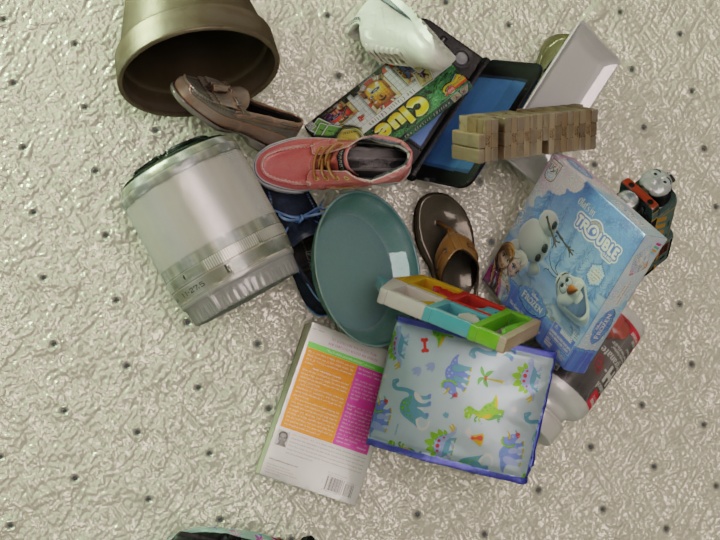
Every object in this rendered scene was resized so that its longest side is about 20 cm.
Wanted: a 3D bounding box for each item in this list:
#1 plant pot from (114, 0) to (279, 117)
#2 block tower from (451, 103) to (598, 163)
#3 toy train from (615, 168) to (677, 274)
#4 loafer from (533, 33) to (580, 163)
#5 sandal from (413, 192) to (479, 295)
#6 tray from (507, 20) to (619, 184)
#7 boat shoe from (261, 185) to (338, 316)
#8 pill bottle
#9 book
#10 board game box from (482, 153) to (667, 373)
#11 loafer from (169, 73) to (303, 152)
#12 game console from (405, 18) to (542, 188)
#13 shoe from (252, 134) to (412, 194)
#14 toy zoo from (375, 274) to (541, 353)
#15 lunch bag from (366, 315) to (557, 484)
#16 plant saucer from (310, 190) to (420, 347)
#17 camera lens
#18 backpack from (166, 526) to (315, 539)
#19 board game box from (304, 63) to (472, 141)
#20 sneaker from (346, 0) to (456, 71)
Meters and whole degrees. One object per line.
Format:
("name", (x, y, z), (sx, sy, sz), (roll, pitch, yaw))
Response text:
("plant pot", (-0.213, -0.314, 1.596), (0.200, 0.200, 0.174), (-8, 68, -13))
("block tower", (0.210, -0.172, 1.606), (0.200, 0.058, 0.054), (-11, 109, -33))
("toy train", (0.355, -0.052, 1.670), (0.114, 0.200, 0.085), (-36, 61, -16))
("loafer", (0.255, -0.232, 1.730), (0.076, 0.067, 0.200), (15, 80, -9))
("sandal", (0.119, -0.005, 1.675), (0.082, 0.055, 0.200), (-3, 83, -18))
("tray", (0.253, -0.218, 1.673), (0.107, 0.022, 0.200), (33, 90, -44))
("boat shoe", (-0.064, -0.043, 1.638), (0.084, 0.069, 0.200), (-27, 89, -14))
("pill bottle", (0.268, 0.124, 1.664), (0.111, 0.111, 0.200), (40, 77, -4))
("book", (-0.037, 0.181, 1.627), (0.134, 0.048, 0.200), (21, 80, -12))
("board game box", (0.259, -0.012, 1.600), (0.043, 0.200, 0.199), (11, 116, -37))
("loafer", (-0.150, -0.203, 1.591), (0.063, 0.200, 0.072), (-41, 54, 18))
("game console", (0.106, -0.222, 1.672), (0.171, 0.118, 0.200), (34, 77, -6))
("shoe", (-0.034, -0.135, 1.581), (0.200, 0.091, 0.072), (-1, 86, -2))
("toy zoo", (0.108, 0.045, 1.574), (0.200, 0.131, 0.020), (22, 106, 22))
("lunch bag", (0.130, 0.158, 1.588), (0.200, 0.127, 0.170), (13, 91, 20))
("plant saucer", (0.000, 0.000, 1.623), (0.200, 0.036, 0.200), (16, 69, -45))
("camera lens", (-0.184, -0.053, 1.567), (0.160, 0.160, 0.200), (-29, 89, -14))
("backpack", (-0.154, 0.384, 1.535), (0.200, 0.127, 0.167), (19, 68, -8))
("board game box", (0.035, -0.211, 1.665), (0.200, 0.023, 0.105), (-39, 65, -4))
("sneaker", (0.051, -0.292, 1.645), (0.080, 0.200, 0.076), (-42, 127, 3))
